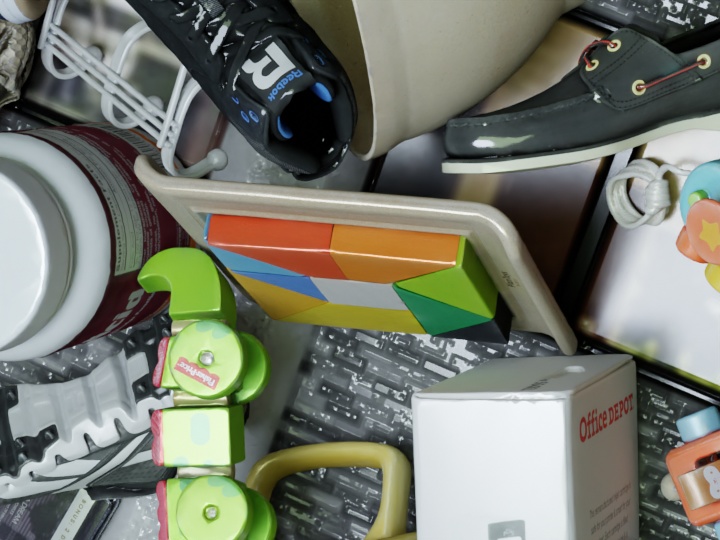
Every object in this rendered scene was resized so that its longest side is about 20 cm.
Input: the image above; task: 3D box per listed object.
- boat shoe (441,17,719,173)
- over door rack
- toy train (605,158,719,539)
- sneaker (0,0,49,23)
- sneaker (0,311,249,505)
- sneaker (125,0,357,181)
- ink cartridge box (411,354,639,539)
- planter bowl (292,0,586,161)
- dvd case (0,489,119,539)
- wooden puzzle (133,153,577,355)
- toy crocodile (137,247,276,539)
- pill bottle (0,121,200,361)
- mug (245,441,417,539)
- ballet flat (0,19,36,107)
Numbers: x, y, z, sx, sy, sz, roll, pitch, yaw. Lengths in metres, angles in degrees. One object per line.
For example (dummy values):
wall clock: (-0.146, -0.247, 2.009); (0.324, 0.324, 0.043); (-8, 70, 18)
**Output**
boat shoe: (0.130, -0.089, 1.332); (0.200, 0.074, 0.064); (-15, 101, -13)
over door rack: (-0.099, -0.167, 1.387); (0.148, 0.066, 0.201); (38, 128, 45)
toy train: (0.178, 0.035, 1.348); (0.150, 0.055, 0.201); (-20, 86, 41)
sneaker: (-0.234, -0.209, 1.402); (0.108, 0.070, 0.201); (-20, 88, 16)
sneaker: (-0.145, 0.095, 1.455); (0.199, 0.091, 0.067); (-25, 45, 9)
sneaker: (-0.062, -0.124, 1.267); (0.073, 0.112, 0.200); (-41, 127, 0)
ink cartridge box: (0.086, 0.149, 1.362); (0.084, 0.146, 0.202); (-1, 95, 19)
planter bowl: (0.034, -0.170, 1.337); (0.134, 0.200, 0.202); (-19, 90, -9)
dvd case: (-0.251, 0.134, 1.530); (0.199, 0.016, 0.149); (34, 103, 12)
wooden puzzle: (0.000, 0.000, 1.356); (0.198, 0.185, 0.038); (10, 75, 17)
toy crocodile: (-0.079, 0.088, 1.363); (0.061, 0.067, 0.202); (-4, 84, 11)
pill bottle: (-0.164, -0.015, 1.393); (0.113, 0.200, 0.115); (2, 96, 17)
mug: (-0.024, 0.203, 1.425); (0.152, 0.187, 0.150); (-6, 126, 26)
ballet flat: (-0.239, -0.065, 1.470); (0.200, 0.067, 0.046); (-45, 63, 22)
